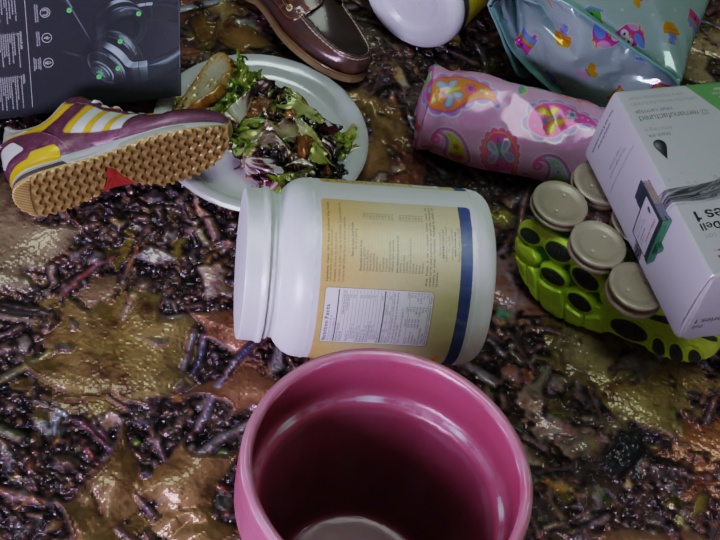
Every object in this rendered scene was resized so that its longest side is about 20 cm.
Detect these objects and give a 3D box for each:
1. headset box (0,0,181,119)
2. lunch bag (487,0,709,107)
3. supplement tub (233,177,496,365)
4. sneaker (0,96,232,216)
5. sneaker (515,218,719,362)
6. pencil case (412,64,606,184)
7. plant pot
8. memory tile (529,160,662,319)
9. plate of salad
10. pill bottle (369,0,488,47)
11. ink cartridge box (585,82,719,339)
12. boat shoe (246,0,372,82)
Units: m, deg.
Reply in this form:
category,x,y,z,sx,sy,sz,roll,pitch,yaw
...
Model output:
category,x,y,z,sx,sy,sz,roll,pitch,yaw
headset box,-0.251,-0.239,1.411,0.198,0.175,0.093,-10,34,-18
lunch bag,0.221,-0.252,1.546,0.199,0.122,0.171,32,50,-8
supplement tub,0.000,0.000,1.297,0.198,0.145,0.145,4,50,-8
sneaker,-0.212,-0.118,1.384,0.198,0.075,0.091,-15,57,-11
sneaker,0.224,0.012,1.388,0.199,0.074,0.084,27,38,8
pencil case,0.148,-0.129,1.476,0.198,0.088,0.088,12,50,-3
plant pot,0.005,0.186,1.122,0.198,0.180,0.201,6,50,-7
memory tile,0.253,-0.047,1.379,0.199,0.017,0.153,-27,63,-32
plate of salad,-0.089,-0.133,1.451,0.198,0.048,0.201,6,50,-7
pill bottle,0.100,-0.317,1.597,0.111,0.112,0.200,31,52,14
ink cartridge box,0.296,-0.054,1.330,0.145,0.085,0.201,-8,54,-20
boat shoe,-0.058,-0.264,1.544,0.200,0.071,0.070,44,38,21
